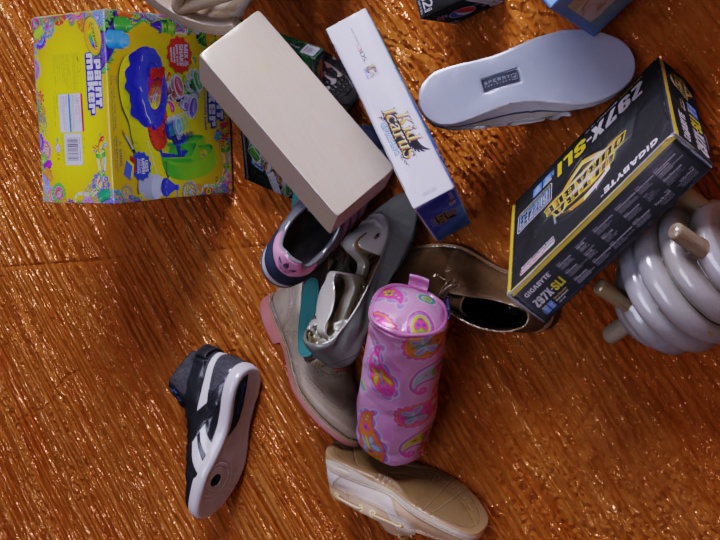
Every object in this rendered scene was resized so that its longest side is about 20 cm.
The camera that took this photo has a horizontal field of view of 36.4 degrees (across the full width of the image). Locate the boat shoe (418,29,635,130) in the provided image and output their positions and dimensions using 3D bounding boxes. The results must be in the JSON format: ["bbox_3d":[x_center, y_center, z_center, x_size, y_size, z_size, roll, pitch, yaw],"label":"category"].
[{"bbox_3d":[0.156,-0.167,1.030,0.199,0.086,0.076,-14,83,7],"label":"boat shoe"}]

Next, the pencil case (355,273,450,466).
[{"bbox_3d":[0.041,0.104,1.106,0.087,0.087,0.202,30,136,28],"label":"pencil case"}]

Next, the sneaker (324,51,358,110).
[{"bbox_3d":[-0.083,-0.193,1.212,0.198,0.077,0.089,18,138,31],"label":"sneaker"}]

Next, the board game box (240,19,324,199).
[{"bbox_3d":[-0.084,-0.161,1.162,0.104,0.023,0.202,26,141,22],"label":"board game box"}]

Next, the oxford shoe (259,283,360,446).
[{"bbox_3d":[-0.040,0.096,1.207,0.075,0.070,0.201,-40,74,30],"label":"oxford shoe"}]

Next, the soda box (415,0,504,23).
[{"bbox_3d":[0.074,-0.347,1.059,0.063,0.070,0.203,-16,87,36],"label":"soda box"}]

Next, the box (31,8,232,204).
[{"bbox_3d":[-0.254,-0.183,1.243,0.121,0.192,0.203,3,100,35],"label":"box"}]

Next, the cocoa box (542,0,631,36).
[{"bbox_3d":[0.213,-0.320,0.912,0.200,0.133,0.132,-42,72,22],"label":"cocoa box"}]

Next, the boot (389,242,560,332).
[{"bbox_3d":[0.096,0.019,1.096,0.198,0.075,0.075,15,107,34],"label":"boot"}]

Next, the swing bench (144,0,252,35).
[{"bbox_3d":[-0.106,-0.353,1.084,0.129,0.200,0.199,39,147,-20],"label":"swing bench"}]

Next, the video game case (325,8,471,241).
[{"bbox_3d":[0.041,-0.130,1.041,0.045,0.200,0.183,-28,80,5],"label":"video game case"}]

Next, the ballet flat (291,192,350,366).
[{"bbox_3d":[-0.034,0.003,1.182,0.068,0.074,0.203,-18,73,54],"label":"ballet flat"}]

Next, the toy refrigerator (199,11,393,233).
[{"bbox_3d":[-0.063,-0.140,1.050,0.200,0.076,0.070,49,165,5],"label":"toy refrigerator"}]

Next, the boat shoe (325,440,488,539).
[{"bbox_3d":[0.047,0.248,1.173,0.198,0.073,0.070,24,122,32],"label":"boat shoe"}]

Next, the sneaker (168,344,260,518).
[{"bbox_3d":[-0.192,0.188,1.334,0.111,0.073,0.203,25,102,33],"label":"sneaker"}]

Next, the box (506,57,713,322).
[{"bbox_3d":[0.210,-0.072,0.952,0.049,0.160,0.200,36,122,-11],"label":"box"}]

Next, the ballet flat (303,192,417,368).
[{"bbox_3d":[0.000,0.000,1.113,0.067,0.063,0.202,8,71,49],"label":"ballet flat"}]

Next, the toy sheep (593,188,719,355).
[{"bbox_3d":[0.276,0.006,0.934,0.200,0.137,0.139,-40,74,46],"label":"toy sheep"}]

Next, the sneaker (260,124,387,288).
[{"bbox_3d":[-0.025,-0.069,1.113,0.070,0.082,0.201,34,75,-9],"label":"sneaker"}]
